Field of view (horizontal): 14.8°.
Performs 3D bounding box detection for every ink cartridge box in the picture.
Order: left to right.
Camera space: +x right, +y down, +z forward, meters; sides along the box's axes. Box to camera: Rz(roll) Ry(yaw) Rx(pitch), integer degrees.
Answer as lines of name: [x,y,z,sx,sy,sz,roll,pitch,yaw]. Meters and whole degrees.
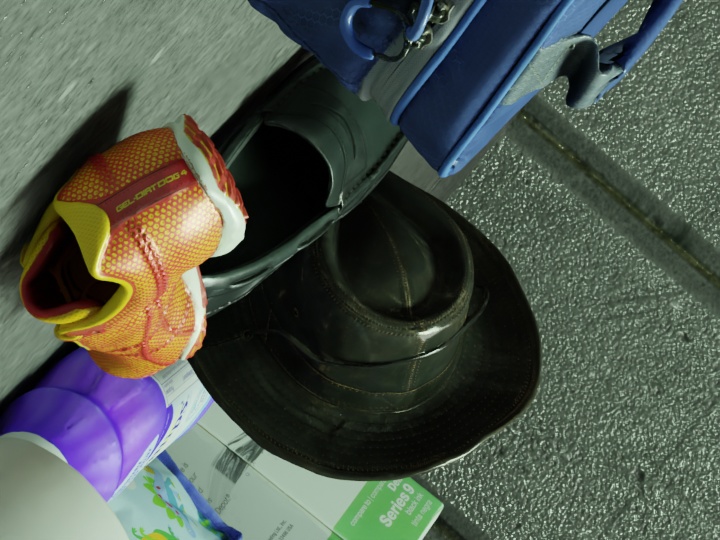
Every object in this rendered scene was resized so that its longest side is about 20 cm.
ink cartridge box: [-0.074,0.137,1.649,0.146,0.200,0.084,-52,179,41]

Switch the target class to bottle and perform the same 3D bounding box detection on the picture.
bottle: [-0.127,0.073,1.345,0.084,0.065,0.200,-52,176,22]

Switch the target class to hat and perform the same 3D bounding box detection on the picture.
hat: [0.000,0.000,1.342,0.201,0.200,0.081,-47,160,-37]

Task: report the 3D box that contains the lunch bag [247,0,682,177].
lunch bag: [0.053,-0.126,0.913,0.200,0.132,0.136,-47,176,-48]

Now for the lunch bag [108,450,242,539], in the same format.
lunch bag: [-0.180,0.180,1.467,0.170,0.128,0.200,-48,165,21]

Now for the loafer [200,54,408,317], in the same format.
loafer: [-0.027,-0.047,1.270,0.201,0.068,0.070,-44,-170,-28]

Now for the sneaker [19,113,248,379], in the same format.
sneaker: [-0.097,-0.003,1.043,0.077,0.073,0.200,-26,166,-16]

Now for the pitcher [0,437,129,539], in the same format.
pitcher: [-0.164,0.169,1.092,0.200,0.171,0.122,-45,141,-30]
